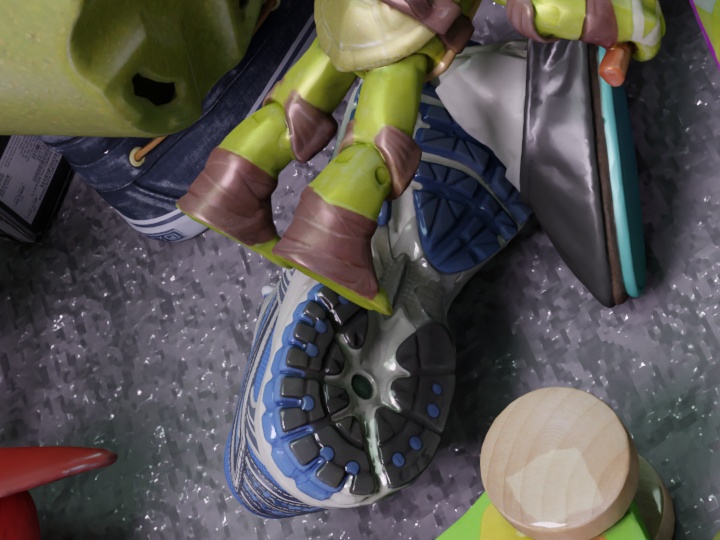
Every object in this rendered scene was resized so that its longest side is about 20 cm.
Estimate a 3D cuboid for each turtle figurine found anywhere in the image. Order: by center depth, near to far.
[{"bbox_3d":[0.018,-0.072,0.720,0.199,0.064,0.162,25,86,31],"label":"turtle figurine"}]

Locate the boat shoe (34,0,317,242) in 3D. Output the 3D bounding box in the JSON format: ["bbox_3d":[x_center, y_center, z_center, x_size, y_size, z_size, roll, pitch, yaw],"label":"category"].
[{"bbox_3d":[-0.054,-0.116,0.909,0.071,0.091,0.201,15,72,40],"label":"boat shoe"}]

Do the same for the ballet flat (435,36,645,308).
[{"bbox_3d":[0.061,-0.088,0.791,0.068,0.068,0.202,-1,88,13],"label":"ballet flat"}]

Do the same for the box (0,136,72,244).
[{"bbox_3d":[-0.169,-0.116,1.018,0.157,0.050,0.201,6,67,38],"label":"box"}]

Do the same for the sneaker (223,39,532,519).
[{"bbox_3d":[0.000,0.000,0.810,0.085,0.077,0.201,-39,20,52],"label":"sneaker"}]

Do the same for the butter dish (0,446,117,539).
[{"bbox_3d":[-0.190,0.149,0.802,0.199,0.199,0.149,-18,86,50],"label":"butter dish"}]

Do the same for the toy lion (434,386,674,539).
[{"bbox_3d":[0.049,0.147,0.690,0.199,0.069,0.192,-27,57,7],"label":"toy lion"}]

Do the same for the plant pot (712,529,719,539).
[{"bbox_3d":[0.191,0.076,0.573,0.190,0.200,0.201,-33,48,30],"label":"plant pot"}]

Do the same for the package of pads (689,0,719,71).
[{"bbox_3d":[0.200,-0.113,0.743,0.199,0.068,0.155,-31,49,18],"label":"package of pads"}]

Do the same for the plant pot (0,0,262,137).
[{"bbox_3d":[-0.137,-0.122,0.799,0.183,0.200,0.201,10,69,25],"label":"plant pot"}]
